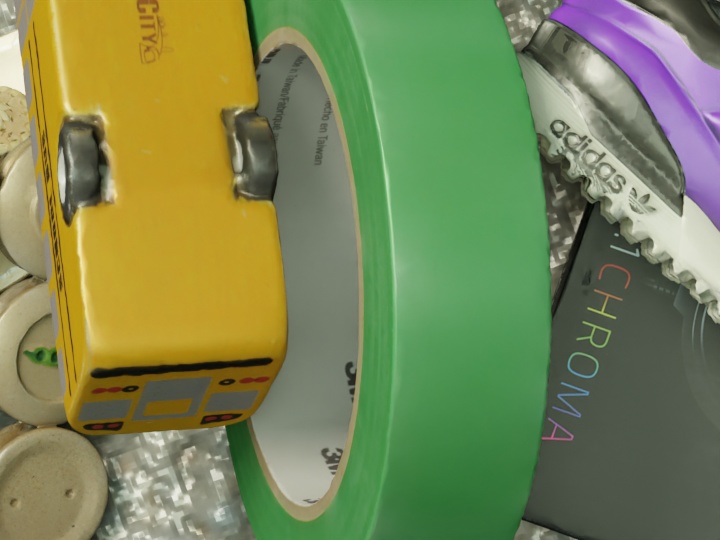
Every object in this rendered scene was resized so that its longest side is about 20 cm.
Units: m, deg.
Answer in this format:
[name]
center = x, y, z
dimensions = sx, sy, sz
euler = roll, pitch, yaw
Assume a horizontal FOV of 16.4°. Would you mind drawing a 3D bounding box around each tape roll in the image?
[tape roll]
center = 0.000, 0.000, 0.758
dimensions = 0.048, 0.200, 0.201
euler = -2, 91, -17

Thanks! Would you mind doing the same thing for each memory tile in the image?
[memory tile]
center = -0.164, 0.027, 0.794
dimensions = 0.200, 0.017, 0.154
euler = 1, 101, -36

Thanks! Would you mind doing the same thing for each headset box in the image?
[headset box]
center = 0.161, 0.026, 0.803
dimensions = 0.200, 0.093, 0.174
euler = 20, 93, 3

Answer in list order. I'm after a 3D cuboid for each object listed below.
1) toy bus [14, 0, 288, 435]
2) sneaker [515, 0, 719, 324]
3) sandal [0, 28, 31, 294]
[toy bus]
center = -0.070, -0.056, 0.787
dimensions = 0.065, 0.078, 0.200
euler = -4, 67, -15
[sneaker]
center = 0.137, -0.020, 0.721
dimensions = 0.200, 0.070, 0.100
euler = 44, 92, 0
[sandal]
center = -0.167, -0.013, 0.832
dimensions = 0.211, 0.070, 0.078
euler = -34, 83, 3
